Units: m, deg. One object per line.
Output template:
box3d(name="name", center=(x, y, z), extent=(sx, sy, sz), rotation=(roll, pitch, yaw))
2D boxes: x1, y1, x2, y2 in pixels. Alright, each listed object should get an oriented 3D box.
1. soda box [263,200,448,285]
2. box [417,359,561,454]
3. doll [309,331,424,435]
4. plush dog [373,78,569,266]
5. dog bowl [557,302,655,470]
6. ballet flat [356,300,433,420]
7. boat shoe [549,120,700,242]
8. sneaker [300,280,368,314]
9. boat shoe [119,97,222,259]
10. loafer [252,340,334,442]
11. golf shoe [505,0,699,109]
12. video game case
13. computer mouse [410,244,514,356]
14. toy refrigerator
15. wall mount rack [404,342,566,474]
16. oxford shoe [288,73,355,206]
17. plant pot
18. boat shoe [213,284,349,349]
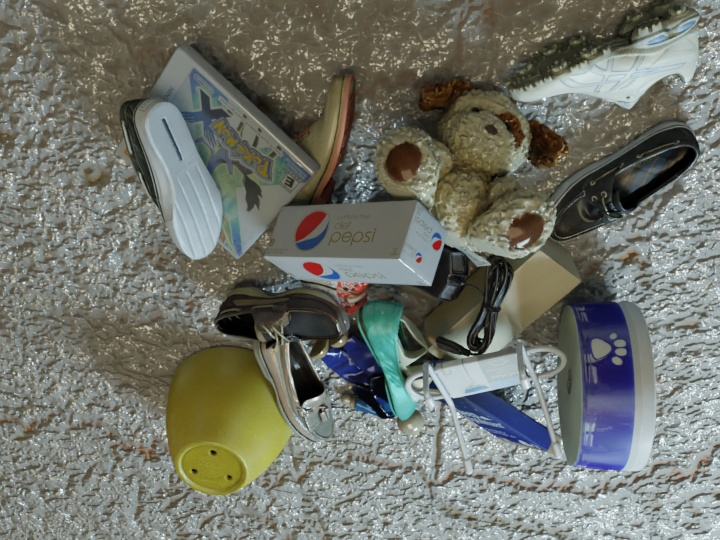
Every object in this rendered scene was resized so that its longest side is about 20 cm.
box3d(name="soda box", center=(-0.010, -0.029, 0.779), extent=(0.199, 0.068, 0.064), rotation=(2, 155, 42))
box3d(name="box", center=(0.162, 0.185, 0.988), extent=(0.200, 0.121, 0.032), rotation=(35, 75, -13))
box3d(name="doll", center=(0.018, 0.162, 1.022), extent=(0.136, 0.049, 0.200), rotation=(-32, 113, 33))
box3d(name="plush dog", center=(0.124, -0.116, 0.792), extent=(0.199, 0.160, 0.172), rotation=(28, 80, 1))
box3d(name="dog bowl", center=(0.294, 0.139, 0.884), extent=(0.078, 0.200, 0.201), rotation=(0, 121, 8))
box3d(name="ballet flat", center=(0.056, 0.119, 0.921), extent=(0.070, 0.068, 0.201), rotation=(-8, 126, 19))
box3d(name="boat shoe", center=(0.298, -0.091, 0.831), extent=(0.200, 0.066, 0.070), rotation=(-34, 112, 23))
box3d(name="sneaker", center=(0.000, -0.001, 0.886), extent=(0.201, 0.067, 0.108), rotation=(0, 128, 39))
box3d(name="boat shoe", center=(-0.216, -0.108, 0.831), extent=(0.071, 0.072, 0.201), rotation=(21, 134, 39))
box3d(name="loafer", center=(-0.081, 0.165, 1.014), extent=(0.063, 0.072, 0.201), rotation=(-8, 120, 37))
box3d(name="golf shoe", center=(0.259, -0.204, 0.766), extent=(0.199, 0.078, 0.097), rotation=(-17, 124, 16))
box3d(name="video game case", center=(-0.172, -0.130, 0.843), extent=(0.200, 0.022, 0.182), rotation=(42, 129, -8))
box3d(name="computer mouse", center=(0.093, 0.021, 0.895), extent=(0.199, 0.046, 0.141), rotation=(20, 113, 29))
box3d(name="toy refrigerator", center=(0.175, 0.038, 0.922), extent=(0.076, 0.070, 0.200), rotation=(32, 120, -20))
box3d(name="wall mount rack", center=(0.159, 0.165, 0.872), extent=(0.199, 0.075, 0.174), rotation=(-15, 134, 19))
box3d(name="oxford shoe", center=(-0.057, -0.138, 0.839), extent=(0.073, 0.071, 0.201), rotation=(20, 120, 0))
box3d(name="plant pot", center=(-0.194, 0.232, 1.031), extent=(0.199, 0.142, 0.201), rotation=(2, 122, 4))
box3d(name="boat shoe", center=(-0.104, 0.070, 0.926), extent=(0.199, 0.073, 0.075), rotation=(1, 129, 35))
